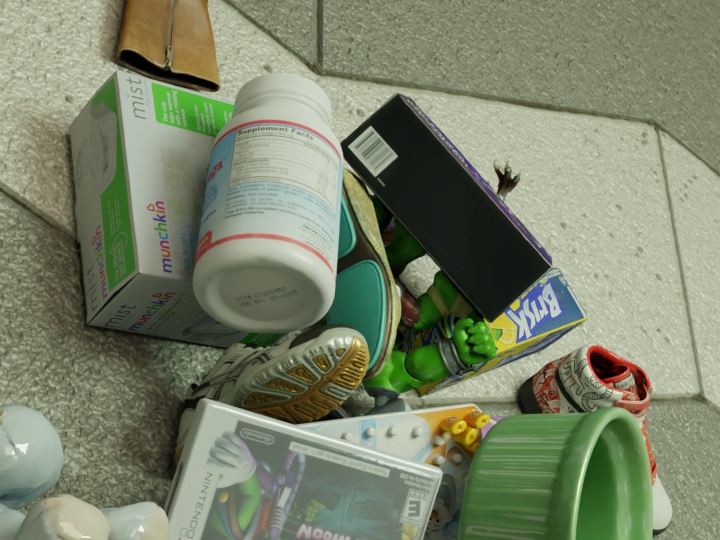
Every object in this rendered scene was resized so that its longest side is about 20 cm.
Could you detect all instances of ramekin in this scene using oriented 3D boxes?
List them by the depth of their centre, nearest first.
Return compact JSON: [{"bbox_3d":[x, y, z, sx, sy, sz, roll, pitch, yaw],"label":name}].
[{"bbox_3d":[0.152,0.204,1.159,0.200,0.097,0.201,-3,94,-63],"label":"ramekin"}]

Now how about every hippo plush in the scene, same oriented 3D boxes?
[{"bbox_3d":[-0.234,0.186,1.006,0.161,0.200,0.159,50,3,36],"label":"hippo plush"}]

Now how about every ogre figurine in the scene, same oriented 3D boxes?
[{"bbox_3d":[0.024,0.031,1.317,0.200,0.120,0.098,52,6,14],"label":"ogre figurine"}]

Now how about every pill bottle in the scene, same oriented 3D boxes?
[{"bbox_3d":[-0.069,-0.058,1.185,0.109,0.109,0.200,24,47,-24],"label":"pill bottle"}]

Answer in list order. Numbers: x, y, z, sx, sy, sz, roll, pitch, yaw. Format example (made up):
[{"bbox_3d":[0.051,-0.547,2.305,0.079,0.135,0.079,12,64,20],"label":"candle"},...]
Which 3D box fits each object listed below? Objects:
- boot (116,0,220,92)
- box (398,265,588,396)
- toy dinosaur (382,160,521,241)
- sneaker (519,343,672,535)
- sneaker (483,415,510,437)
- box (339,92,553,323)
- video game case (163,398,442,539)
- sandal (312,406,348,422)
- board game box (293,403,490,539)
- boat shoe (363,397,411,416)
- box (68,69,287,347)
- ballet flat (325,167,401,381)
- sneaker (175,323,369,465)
[{"bbox_3d":[-0.145,-0.262,1.445,0.188,0.068,0.200,15,52,-32],"label":"boot"},{"bbox_3d":[0.127,0.056,1.433,0.200,0.070,0.064,-17,72,-45],"label":"box"},{"bbox_3d":[0.076,-0.047,1.461,0.181,0.105,0.200,-32,95,-27],"label":"toy dinosaur"},{"bbox_3d":[0.252,0.160,1.431,0.201,0.108,0.067,48,42,0],"label":"sneaker"},{"bbox_3d":[0.136,0.207,1.312,0.114,0.073,0.201,6,32,-32],"label":"sneaker"},{"bbox_3d":[0.078,-0.057,1.324,0.200,0.079,0.141,49,5,1],"label":"box"},{"bbox_3d":[-0.052,0.206,1.084,0.200,0.023,0.182,19,87,-24],"label":"video game case"},{"bbox_3d":[-0.038,0.128,1.210,0.200,0.043,0.076,37,53,25],"label":"sandal"},{"bbox_3d":[0.013,0.212,1.143,0.199,0.026,0.201,-4,96,-26],"label":"board game box"},{"bbox_3d":[0.013,0.195,1.242,0.066,0.070,0.200,52,34,-26],"label":"boat shoe"},{"bbox_3d":[-0.145,-0.046,1.265,0.176,0.097,0.200,13,53,-35],"label":"box"},{"bbox_3d":[0.000,0.000,1.250,0.071,0.071,0.200,3,59,-38],"label":"ballet flat"},{"bbox_3d":[-0.076,0.081,1.149,0.076,0.200,0.088,31,38,-34],"label":"sneaker"}]
